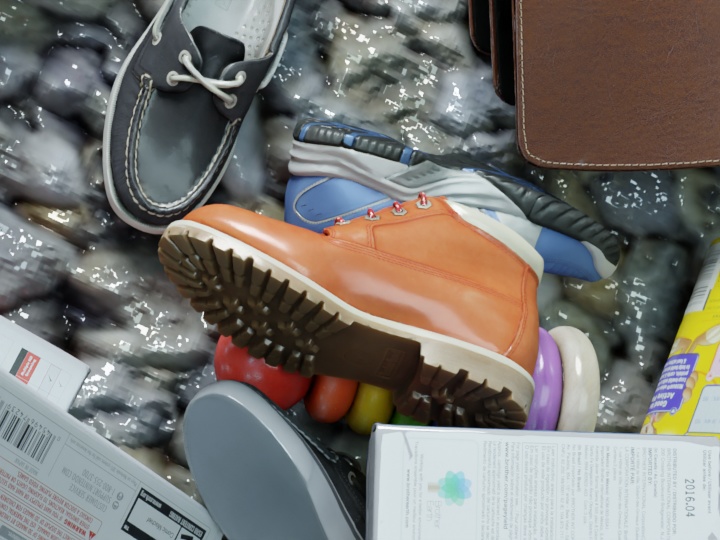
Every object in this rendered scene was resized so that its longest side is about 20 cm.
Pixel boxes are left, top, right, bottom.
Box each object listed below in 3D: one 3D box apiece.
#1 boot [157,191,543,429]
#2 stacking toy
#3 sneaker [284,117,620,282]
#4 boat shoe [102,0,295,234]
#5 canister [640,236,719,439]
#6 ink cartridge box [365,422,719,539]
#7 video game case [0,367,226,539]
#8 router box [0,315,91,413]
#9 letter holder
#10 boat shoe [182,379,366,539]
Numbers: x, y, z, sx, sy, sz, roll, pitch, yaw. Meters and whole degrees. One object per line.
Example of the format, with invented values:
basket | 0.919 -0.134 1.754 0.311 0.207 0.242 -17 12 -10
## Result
boot | 0.000 0.000 0.950 0.198 0.075 0.108 23 59 -10
stacking toy | 0.021 0.056 1.000 0.198 0.085 0.086 11 78 -15
sneaker | 0.047 -0.022 1.033 0.198 0.076 0.078 15 98 -17
boat shoe | -0.076 -0.116 0.998 0.073 0.060 0.201 29 73 -15
canister | 0.220 0.081 1.032 0.086 0.148 0.201 35 69 -29
ink cartridge box | 0.100 0.148 0.907 0.198 0.076 0.138 2 80 -1
video game case | -0.167 0.157 0.893 0.200 0.022 0.183 41 66 -40
router box | -0.252 0.091 0.903 0.179 0.049 0.201 31 72 -13
letter holder | 0.167 -0.133 1.058 0.198 0.101 0.144 -6 101 -11
boat shoe | -0.014 0.129 0.976 0.201 0.070 0.066 52 37 -11
